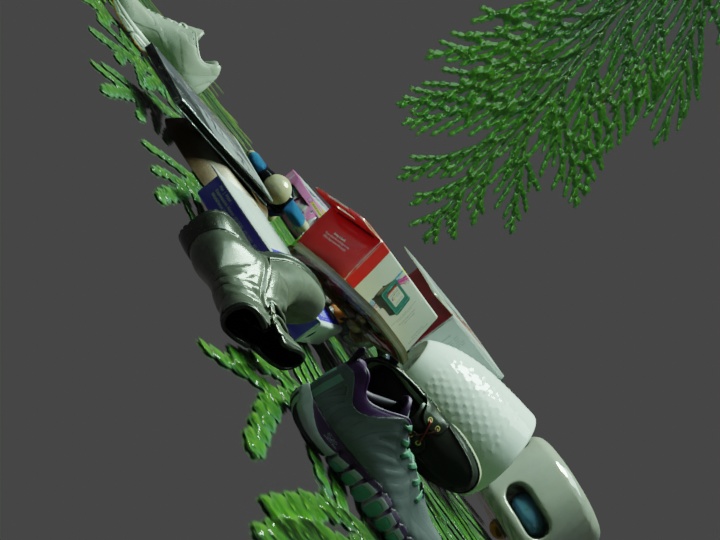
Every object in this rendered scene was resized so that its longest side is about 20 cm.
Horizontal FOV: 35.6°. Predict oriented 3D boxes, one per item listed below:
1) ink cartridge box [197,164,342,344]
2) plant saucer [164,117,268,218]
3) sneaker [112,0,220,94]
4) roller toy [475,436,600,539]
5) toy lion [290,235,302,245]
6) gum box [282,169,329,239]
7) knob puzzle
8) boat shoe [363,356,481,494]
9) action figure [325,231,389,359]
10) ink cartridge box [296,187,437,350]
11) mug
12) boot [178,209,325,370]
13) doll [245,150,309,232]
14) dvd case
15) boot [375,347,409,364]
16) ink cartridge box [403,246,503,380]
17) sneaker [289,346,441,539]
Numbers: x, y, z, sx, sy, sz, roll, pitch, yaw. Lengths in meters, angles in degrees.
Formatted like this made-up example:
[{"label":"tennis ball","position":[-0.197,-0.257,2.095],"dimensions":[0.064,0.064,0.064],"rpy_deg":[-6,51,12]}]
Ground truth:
[{"label":"ink cartridge box","position":[-0.102,-0.010,1.232],"dimensions":[0.199,0.043,0.200],"rpy_deg":[55,1,9]},{"label":"plant saucer","position":[-0.175,-0.122,1.435],"dimensions":[0.201,0.037,0.200],"rpy_deg":[54,4,-6]},{"label":"sneaker","position":[-0.287,-0.351,1.676],"dimensions":[0.200,0.092,0.076],"rpy_deg":[53,3,-15]},{"label":"roller toy","position":[0.252,0.353,1.664],"dimensions":[0.183,0.139,0.200],"rpy_deg":[63,-6,-29]},{"label":"toy lion","position":[-0.045,0.011,1.735],"dimensions":[0.192,0.069,0.200],"rpy_deg":[43,8,-31]},{"label":"gum box","position":[-0.086,-0.089,2.000],"dimensions":[0.114,0.066,0.200],"rpy_deg":[54,3,24]},{"label":"knob puzzle","position":[-0.017,0.047,1.336],"dimensions":[0.220,0.030,0.220],"rpy_deg":[45,-8,8]},{"label":"boat shoe","position":[0.065,0.186,1.340],"dimensions":[0.202,0.074,0.063],"rpy_deg":[49,1,13]},{"label":"action figure","position":[-0.020,0.025,1.554],"dimensions":[0.194,0.104,0.201],"rpy_deg":[57,24,-53]},{"label":"ink cartridge box","position":[0.000,0.000,1.367],"dimensions":[0.116,0.067,0.200],"rpy_deg":[35,-13,48]},{"label":"mug","position":[0.111,0.191,1.512],"dimensions":[0.175,0.148,0.200],"rpy_deg":[45,-25,-6]},{"label":"boot","position":[-0.081,0.040,0.992],"dimensions":[0.200,0.068,0.131],"rpy_deg":[37,20,-53]},{"label":"doll","position":[-0.120,-0.106,1.555],"dimensions":[0.137,0.048,0.200],"rpy_deg":[53,-9,-5]},{"label":"dvd case","position":[-0.188,-0.182,1.405],"dimensions":[0.200,0.016,0.149],"rpy_deg":[50,5,-44]},{"label":"boot","position":[0.102,0.189,1.742],"dimensions":[0.201,0.076,0.168],"rpy_deg":[59,-1,-12]},{"label":"ink cartridge box","position":[0.103,0.080,1.643],"dimensions":[0.176,0.084,0.200],"rpy_deg":[51,4,-22]},{"label":"sneaker","position":[0.028,0.162,0.955],"dimensions":[0.200,0.087,0.074],"rpy_deg":[52,4,-18]}]
